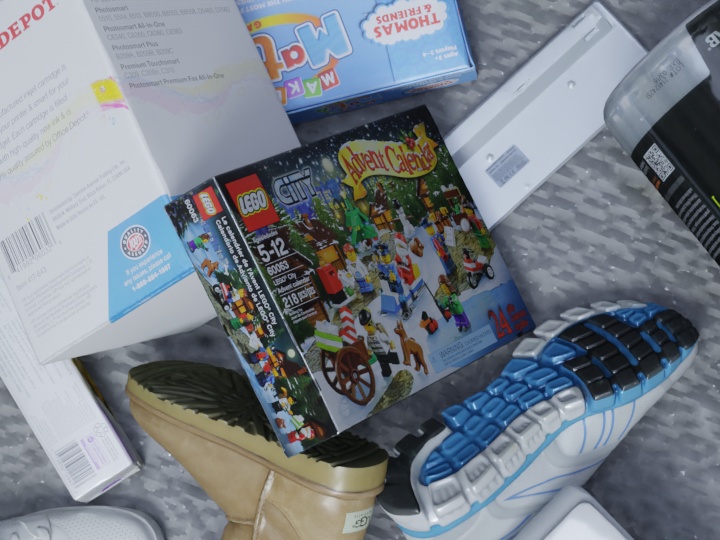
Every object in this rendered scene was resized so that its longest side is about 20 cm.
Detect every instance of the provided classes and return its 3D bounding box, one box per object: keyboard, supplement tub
[{"bbox_3d":[0.075,-0.063,1.278,0.200,0.011,0.056,-42,86,0],"label":"keyboard"},{"bbox_3d":[0.230,-0.044,1.200,0.123,0.123,0.200,-37,81,1],"label":"supplement tub"}]

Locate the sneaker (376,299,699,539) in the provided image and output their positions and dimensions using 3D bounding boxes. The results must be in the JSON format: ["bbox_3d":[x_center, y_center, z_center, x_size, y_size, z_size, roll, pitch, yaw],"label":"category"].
[{"bbox_3d":[0.099,0.092,1.232,0.200,0.087,0.075,-33,40,-15],"label":"sneaker"}]

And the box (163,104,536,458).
[{"bbox_3d":[0.000,0.000,1.180,0.038,0.200,0.137,-27,88,35],"label":"box"}]

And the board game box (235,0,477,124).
[{"bbox_3d":[-0.031,-0.186,1.289,0.151,0.037,0.200,-13,81,5],"label":"board game box"}]

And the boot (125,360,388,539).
[{"bbox_3d":[-0.072,0.165,1.220,0.175,0.066,0.200,25,112,38],"label":"boot"}]

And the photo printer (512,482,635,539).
[{"bbox_3d":[0.097,0.234,1.173,0.166,0.069,0.200,44,87,2],"label":"photo printer"}]

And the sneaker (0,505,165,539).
[{"bbox_3d":[-0.207,0.166,1.226,0.200,0.116,0.074,-12,80,2],"label":"sneaker"}]

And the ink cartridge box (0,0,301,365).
[{"bbox_3d":[-0.126,-0.073,1.218,0.129,0.125,0.200,-30,79,36],"label":"ink cartridge box"}]

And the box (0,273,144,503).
[{"bbox_3d":[-0.187,0.034,1.278,0.041,0.039,0.200,-33,81,0],"label":"box"}]
